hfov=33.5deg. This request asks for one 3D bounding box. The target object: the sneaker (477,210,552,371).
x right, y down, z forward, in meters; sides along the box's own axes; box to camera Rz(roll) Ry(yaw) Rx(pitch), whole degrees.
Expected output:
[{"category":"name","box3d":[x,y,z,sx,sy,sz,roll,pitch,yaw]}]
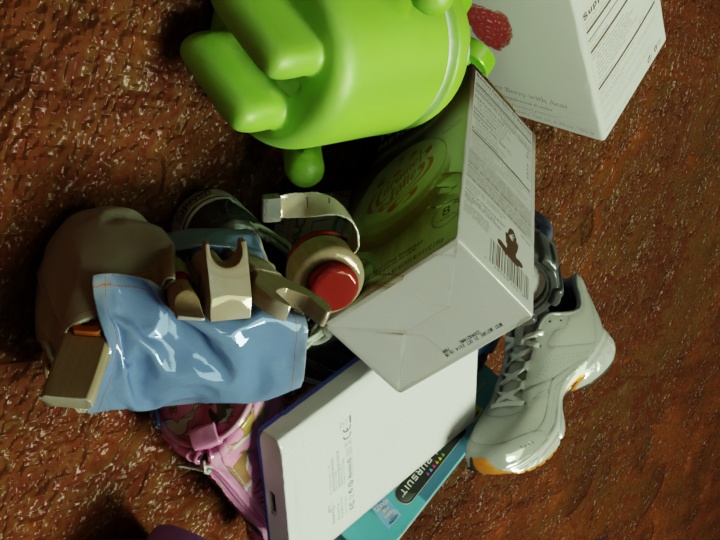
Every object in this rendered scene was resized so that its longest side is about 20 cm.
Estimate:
[{"category":"sneaker","box3d":[0.084,0.030,0.973,0.200,0.074,0.082,-47,144,-16]}]

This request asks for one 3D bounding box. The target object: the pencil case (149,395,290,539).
[{"category":"pencil case","box3d":[-0.075,0.132,0.846,0.087,0.083,0.200,-44,144,-13]}]

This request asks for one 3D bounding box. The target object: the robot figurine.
[{"category":"robot figurine","box3d":[-0.012,-0.139,0.739,0.199,0.116,0.176,-17,151,-48]}]

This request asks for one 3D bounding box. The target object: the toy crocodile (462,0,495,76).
[{"category":"toy crocodile","box3d":[0.051,-0.163,0.889,0.068,0.061,0.200,-58,152,-13]}]

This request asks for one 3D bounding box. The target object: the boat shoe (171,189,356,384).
[{"category":"boat shoe","box3d":[-0.043,0.023,0.795,0.074,0.068,0.200,-45,130,-11]}]

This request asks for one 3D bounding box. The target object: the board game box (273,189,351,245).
[{"category":"board game box","box3d":[0.000,0.000,0.924,0.199,0.034,0.127,-14,120,-53]}]

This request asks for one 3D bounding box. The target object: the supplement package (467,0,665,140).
[{"category":"supplement package","box3d":[0.151,-0.221,0.938,0.120,0.121,0.200,-55,146,-19]}]

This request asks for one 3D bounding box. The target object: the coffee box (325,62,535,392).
[{"category":"coffee box","box3d":[0.052,-0.033,0.806,0.080,0.114,0.201,42,33,-24]}]

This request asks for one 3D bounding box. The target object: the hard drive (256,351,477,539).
[{"category":"hard drive","box3d":[0.011,0.110,0.848,0.200,0.025,0.133,-34,138,-35]}]

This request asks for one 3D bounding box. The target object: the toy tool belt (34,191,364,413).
[{"category":"toy tool belt","box3d":[-0.080,0.031,0.668,0.199,0.123,0.126,-6,120,-17]}]

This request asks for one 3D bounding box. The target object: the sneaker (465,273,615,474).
[{"category":"sneaker","box3d":[0.132,0.077,0.952,0.200,0.075,0.092,-47,124,-42]}]

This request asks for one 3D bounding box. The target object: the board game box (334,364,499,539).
[{"category":"board game box","box3d":[0.034,0.182,1.010,0.200,0.047,0.151,-46,173,-32]}]

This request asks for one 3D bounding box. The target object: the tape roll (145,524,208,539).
[{"category":"tape roll","box3d":[-0.081,0.260,0.801,0.066,0.199,0.201,-51,145,-27]}]

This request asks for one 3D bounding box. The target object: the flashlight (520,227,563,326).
[{"category":"flashlight","box3d":[0.109,-0.043,0.903,0.068,0.068,0.201,-44,-157,27]}]
